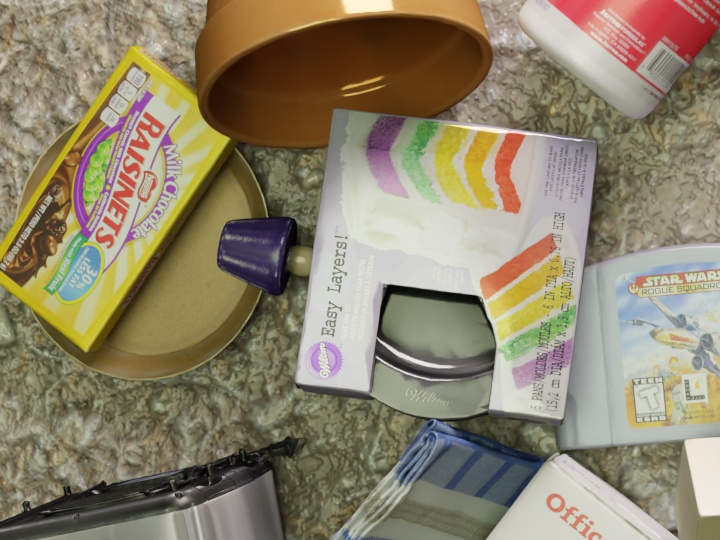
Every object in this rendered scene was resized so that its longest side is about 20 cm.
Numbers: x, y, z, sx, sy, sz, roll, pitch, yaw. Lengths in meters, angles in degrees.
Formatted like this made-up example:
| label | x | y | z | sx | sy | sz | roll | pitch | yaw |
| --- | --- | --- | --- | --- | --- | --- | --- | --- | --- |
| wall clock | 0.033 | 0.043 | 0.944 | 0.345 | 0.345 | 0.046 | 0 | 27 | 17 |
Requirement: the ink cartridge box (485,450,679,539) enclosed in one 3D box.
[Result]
| label | x | y | z | sx | sy | sz | roll | pitch | yaw |
| --- | --- | --- | --- | --- | --- | --- | --- | --- | --- |
| ink cartridge box | 0.132 | 0.243 | 1.404 | 0.146 | 0.084 | 0.200 | 39 | 100 | 11 |

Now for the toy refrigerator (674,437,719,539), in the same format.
| label | x | y | z | sx | sy | sz | roll | pitch | yaw |
| --- | --- | --- | --- | --- | --- | --- | --- | --- | --- |
| toy refrigerator | 0.306 | 0.147 | 1.325 | 0.199 | 0.076 | 0.070 | -4 | 46 | -1 |

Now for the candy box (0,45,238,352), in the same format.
| label | x | y | z | sx | sy | sz | roll | pitch | yaw |
| --- | --- | --- | --- | --- | --- | --- | --- | --- | --- |
| candy box | -0.177 | -0.051 | 1.486 | 0.102 | 0.026 | 0.200 | 36 | 100 | 8 |

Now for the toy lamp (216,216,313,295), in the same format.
| label | x | y | z | sx | sy | sz | roll | pitch | yaw |
| --- | --- | --- | --- | --- | --- | --- | --- | --- | --- |
| toy lamp | 0.000 | 0.000 | 1.437 | 0.199 | 0.058 | 0.059 | 9 | 94 | 6 |

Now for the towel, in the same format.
| label | x | y | z | sx | sy | sz | roll | pitch | yaw |
| --- | --- | --- | --- | --- | --- | --- | --- | --- | --- |
| towel | 0.031 | 0.193 | 1.403 | 0.200 | 0.147 | 0.024 | -52 | 51 | 12 |

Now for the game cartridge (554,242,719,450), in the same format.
| label | x | y | z | sx | sy | sz | roll | pitch | yaw |
| --- | --- | --- | --- | --- | --- | --- | --- | --- | --- |
| game cartridge | 0.225 | 0.049 | 1.401 | 0.199 | 0.042 | 0.134 | -6 | 94 | 15 |

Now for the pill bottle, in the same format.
| label | x | y | z | sx | sy | sz | roll | pitch | yaw |
| --- | --- | --- | --- | --- | --- | --- | --- | --- | --- |
| pill bottle | 0.204 | -0.208 | 1.361 | 0.112 | 0.112 | 0.200 | 41 | 100 | 11 |

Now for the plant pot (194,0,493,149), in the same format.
| label | x | y | z | sx | sy | sz | roll | pitch | yaw |
| --- | --- | --- | --- | --- | --- | --- | --- | --- | --- |
| plant pot | -0.022 | -0.186 | 1.393 | 0.199 | 0.200 | 0.141 | -17 | 71 | 15 |

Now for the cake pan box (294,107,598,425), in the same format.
| label | x | y | z | sx | sy | sz | roll | pitch | yaw |
| --- | --- | --- | --- | --- | --- | --- | --- | --- | --- |
| cake pan box | 0.057 | 0.001 | 1.381 | 0.183 | 0.052 | 0.201 | 8 | 82 | 7 |

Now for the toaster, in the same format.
| label | x | y | z | sx | sy | sz | roll | pitch | yaw |
| --- | --- | --- | --- | --- | --- | --- | --- | --- | --- |
| toaster | -0.145 | 0.201 | 1.433 | 0.199 | 0.181 | 0.119 | -13 | 91 | 16 |

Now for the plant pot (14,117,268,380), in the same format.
| label | x | y | z | sx | sy | sz | roll | pitch | yaw |
| --- | --- | --- | --- | --- | --- | --- | --- | --- | --- |
| plant pot | -0.157 | -0.021 | 1.508 | 0.199 | 0.027 | 0.201 | 1 | 92 | 16 |
